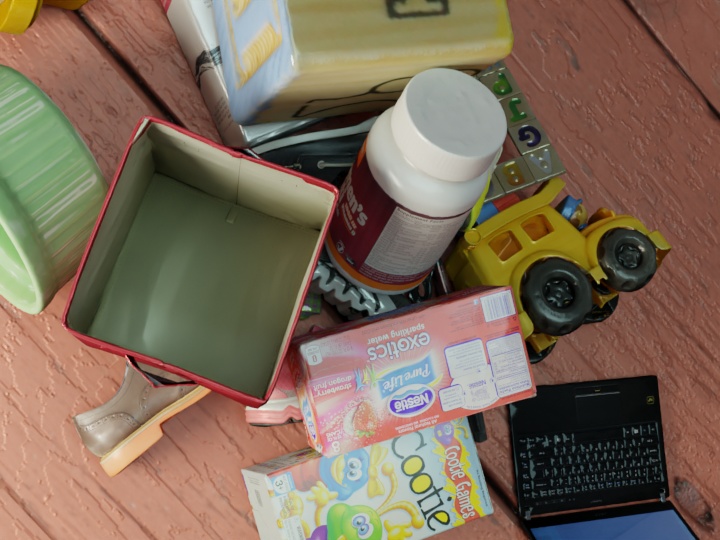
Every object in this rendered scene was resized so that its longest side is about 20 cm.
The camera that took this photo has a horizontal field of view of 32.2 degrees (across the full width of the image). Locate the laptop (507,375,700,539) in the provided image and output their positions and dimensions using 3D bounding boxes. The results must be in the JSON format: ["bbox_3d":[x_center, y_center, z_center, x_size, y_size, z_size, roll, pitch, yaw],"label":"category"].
[{"bbox_3d":[0.251,0.210,1.234,0.175,0.103,0.203,-3,85,-18],"label":"laptop"}]

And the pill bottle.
[{"bbox_3d":[0.045,-0.074,1.068,0.108,0.201,0.111,10,55,-15],"label":"pill bottle"}]

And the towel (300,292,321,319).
[{"bbox_3d":[-0.132,-0.029,1.181,0.197,0.023,0.146,4,82,-18],"label":"towel"}]

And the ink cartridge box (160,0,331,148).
[{"bbox_3d":[-0.093,-0.227,1.182,0.143,0.084,0.202,-24,91,-19],"label":"ink cartridge box"}]

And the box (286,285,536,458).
[{"bbox_3d":[0.042,0.086,1.103,0.197,0.095,0.104,-16,92,-12],"label":"box"}]

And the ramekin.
[{"bbox_3d":[-0.293,-0.073,1.046,0.097,0.200,0.201,-39,96,-25],"label":"ramekin"}]

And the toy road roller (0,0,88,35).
[{"bbox_3d":[-0.302,-0.312,1.111,0.144,0.122,0.203,7,84,-31],"label":"toy road roller"}]

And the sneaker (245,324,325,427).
[{"bbox_3d":[-0.016,0.090,1.177,0.197,0.074,0.088,-9,85,-18],"label":"sneaker"}]

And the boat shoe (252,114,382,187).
[{"bbox_3d":[-0.027,-0.101,1.164,0.197,0.074,0.061,-14,92,-5],"label":"boat shoe"}]

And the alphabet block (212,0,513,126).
[{"bbox_3d":[-0.009,-0.247,1.068,0.197,0.195,0.200,-8,87,-22],"label":"alphabet block"}]

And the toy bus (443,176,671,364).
[{"bbox_3d":[0.175,-0.025,1.234,0.198,0.136,0.193,-27,76,-19],"label":"toy bus"}]

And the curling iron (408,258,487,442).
[{"bbox_3d":[0.087,0.075,1.238,0.049,0.026,0.202,-21,96,9],"label":"curling iron"}]

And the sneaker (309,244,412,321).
[{"bbox_3d":[0.000,0.000,1.179,0.199,0.066,0.091,31,75,-17],"label":"sneaker"}]

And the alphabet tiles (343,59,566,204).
[{"bbox_3d":[0.078,-0.129,1.224,0.198,0.008,0.169,-21,64,-10],"label":"alphabet tiles"}]

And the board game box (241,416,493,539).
[{"bbox_3d":[0.005,0.204,1.154,0.197,0.105,0.105,-17,89,-18],"label":"board game box"}]

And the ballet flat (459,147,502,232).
[{"bbox_3d":[0.098,-0.129,1.187,0.066,0.067,0.202,-4,59,-20],"label":"ballet flat"}]

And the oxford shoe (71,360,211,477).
[{"bbox_3d":[-0.171,0.093,1.130,0.200,0.071,0.073,-43,93,-17],"label":"oxford shoe"}]

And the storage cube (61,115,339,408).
[{"bbox_3d":[-0.129,0.004,1.025,0.169,0.180,0.203,20,81,-3],"label":"storage cube"}]
